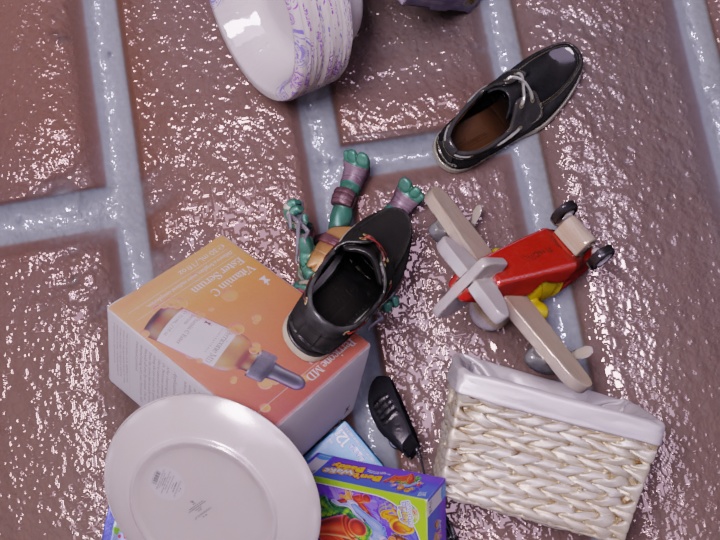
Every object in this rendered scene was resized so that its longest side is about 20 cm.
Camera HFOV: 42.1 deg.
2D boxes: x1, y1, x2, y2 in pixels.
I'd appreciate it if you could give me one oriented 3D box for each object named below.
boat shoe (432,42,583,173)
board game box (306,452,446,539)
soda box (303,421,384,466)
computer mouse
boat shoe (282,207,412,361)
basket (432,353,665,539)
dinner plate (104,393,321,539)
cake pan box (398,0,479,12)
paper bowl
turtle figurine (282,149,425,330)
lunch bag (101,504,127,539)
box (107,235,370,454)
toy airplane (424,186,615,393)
[{"bbox_3d":[0.166,-0.180,1.010,0.200,0.068,0.072,-38,80,-8],"label":"boat shoe"},{"bbox_3d":[0.012,0.282,0.873,0.134,0.045,0.201,5,106,27],"label":"board game box"},{"bbox_3d":[0.024,0.248,0.935,0.068,0.064,0.200,-40,82,-6],"label":"soda box"},{"bbox_3d":[0.049,0.194,0.926,0.034,0.059,0.201,-25,58,2],"label":"computer mouse"},{"bbox_3d":[0.002,0.002,0.872,0.074,0.063,0.202,41,48,-2],"label":"boat shoe"},{"bbox_3d":[0.171,0.170,0.910,0.199,0.136,0.124,16,92,2],"label":"basket"},{"bbox_3d":[-0.131,0.200,0.797,0.199,0.024,0.202,4,108,13],"label":"dinner plate"},{"bbox_3d":[0.038,-0.357,0.982,0.184,0.200,0.052,50,119,10],"label":"cake pan box"},{"bbox_3d":[-0.074,-0.286,0.962,0.104,0.201,0.201,-29,81,-24],"label":"paper bowl"},{"bbox_3d":[-0.022,-0.023,0.965,0.149,0.101,0.201,37,64,-13],"label":"turtle figurine"},{"bbox_3d":[-0.160,0.277,0.899,0.169,0.128,0.201,9,70,1],"label":"lunch bag"},{"bbox_3d":[-0.118,0.087,0.889,0.199,0.107,0.152,34,47,20],"label":"box"},{"bbox_3d":[0.144,0.017,0.937,0.198,0.141,0.201,21,47,-9],"label":"toy airplane"}]
